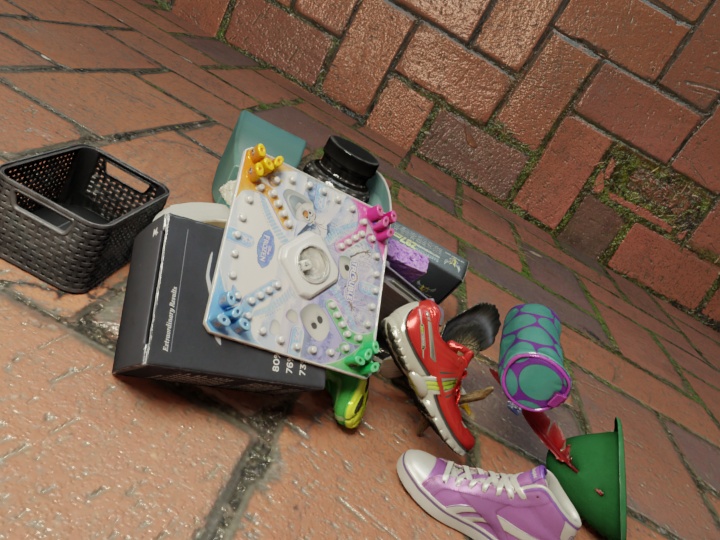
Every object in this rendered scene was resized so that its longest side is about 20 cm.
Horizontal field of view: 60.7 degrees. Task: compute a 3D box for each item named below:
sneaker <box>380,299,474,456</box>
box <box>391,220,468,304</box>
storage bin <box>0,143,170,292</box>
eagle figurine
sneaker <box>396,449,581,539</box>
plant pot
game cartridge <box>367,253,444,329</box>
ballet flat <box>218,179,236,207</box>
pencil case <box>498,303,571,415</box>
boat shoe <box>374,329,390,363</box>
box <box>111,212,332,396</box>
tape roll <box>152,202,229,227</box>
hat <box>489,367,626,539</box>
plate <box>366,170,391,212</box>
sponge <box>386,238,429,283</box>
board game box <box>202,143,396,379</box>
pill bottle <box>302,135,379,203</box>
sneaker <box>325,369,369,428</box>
[{"bbox_3d":[0.098,0.124,0.703,0.201,0.084,0.077,64,-8,-19],"label":"sneaker"},{"bbox_3d":[0.066,-0.009,1.082,0.199,0.158,0.051,29,53,-7],"label":"box"},{"bbox_3d":[-0.340,-0.071,0.753,0.134,0.094,0.200,29,19,-4],"label":"storage bin"},{"bbox_3d":[0.116,0.134,0.854,0.150,0.152,0.200,2,30,14],"label":"eagle figurine"},{"bbox_3d":[0.145,0.237,0.677,0.200,0.115,0.073,32,21,7],"label":"sneaker"},{"bbox_3d":[-0.198,-0.178,1.153,0.140,0.142,0.201,24,28,-15],"label":"plant pot"},{"bbox_3d":[0.014,0.033,0.825,0.129,0.039,0.200,-2,-24,34],"label":"game cartridge"},{"bbox_3d":[-0.126,-0.089,0.852,0.071,0.072,0.200,6,28,-48],"label":"ballet flat"},{"bbox_3d":[0.234,0.113,0.829,0.093,0.085,0.200,49,22,-4],"label":"pencil case"},{"bbox_3d":[0.052,0.087,0.973,0.074,0.061,0.200,33,20,6],"label":"boat shoe"},{"bbox_3d":[-0.138,0.045,0.645,0.199,0.104,0.149,17,68,-34],"label":"box"},{"bbox_3d":[-0.183,-0.014,0.821,0.201,0.071,0.203,16,28,-9],"label":"tape roll"},{"bbox_3d":[0.256,0.267,0.825,0.174,0.167,0.201,1,43,19],"label":"hat"},{"bbox_3d":[-0.009,-0.065,0.986,0.025,0.201,0.200,13,26,-38],"label":"plate"},{"bbox_3d":[0.000,0.000,0.850,0.111,0.200,0.030,25,63,-16],"label":"sponge"},{"bbox_3d":[-0.049,-0.007,0.647,0.199,0.026,0.202,22,64,-32],"label":"board game box"},{"bbox_3d":[-0.055,-0.098,0.944,0.111,0.201,0.112,26,21,-11],"label":"pill bottle"},{"bbox_3d":[-0.034,0.124,0.778,0.083,0.075,0.200,1,29,-9],"label":"sneaker"}]
